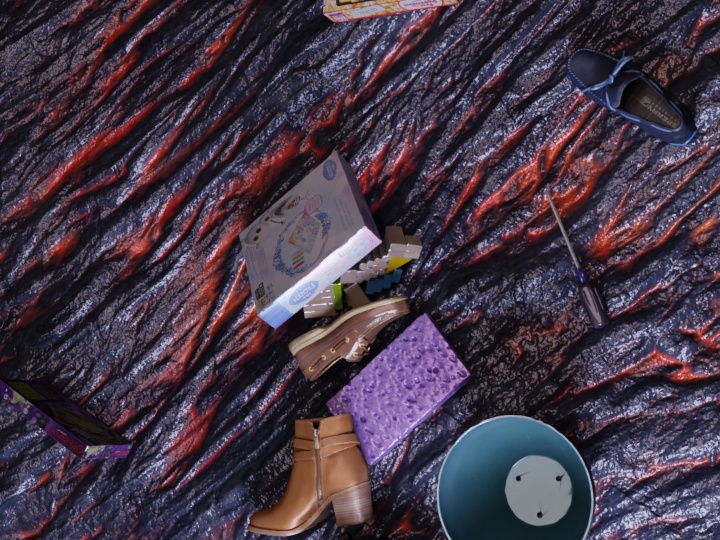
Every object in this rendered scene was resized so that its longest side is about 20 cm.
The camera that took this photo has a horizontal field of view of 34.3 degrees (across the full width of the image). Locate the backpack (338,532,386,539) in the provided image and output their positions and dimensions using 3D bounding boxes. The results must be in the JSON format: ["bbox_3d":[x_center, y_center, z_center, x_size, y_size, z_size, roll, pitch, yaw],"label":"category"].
[{"bbox_3d":[0.041,0.466,1.552,0.199,0.154,0.192,6,97,21],"label":"backpack"}]

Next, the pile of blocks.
[{"bbox_3d":[0.000,0.000,1.674,0.199,0.082,0.062,-25,35,10],"label":"pile of blocks"}]

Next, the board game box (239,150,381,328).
[{"bbox_3d":[-0.076,-0.047,1.658,0.199,0.043,0.200,-40,36,16],"label":"board game box"}]

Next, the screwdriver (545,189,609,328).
[{"bbox_3d":[0.289,-0.018,1.561,0.029,0.028,0.201,-13,76,-10],"label":"screwdriver"}]

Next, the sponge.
[{"bbox_3d":[0.055,0.167,1.639,0.200,0.030,0.112,-43,69,13],"label":"sponge"}]

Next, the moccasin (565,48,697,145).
[{"bbox_3d":[0.356,-0.240,1.533,0.200,0.068,0.081,33,97,23],"label":"moccasin"}]

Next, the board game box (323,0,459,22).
[{"bbox_3d":[0.043,-0.455,1.706,0.199,0.046,0.153,-3,83,23],"label":"board game box"}]

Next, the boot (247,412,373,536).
[{"bbox_3d":[-0.082,0.288,1.646,0.199,0.077,0.156,-15,84,27],"label":"boot"}]

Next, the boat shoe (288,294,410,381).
[{"bbox_3d":[-0.008,0.094,1.656,0.199,0.072,0.068,-28,79,24],"label":"boat shoe"}]

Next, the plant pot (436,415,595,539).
[{"bbox_3d":[0.213,0.286,1.498,0.199,0.135,0.201,-3,83,23],"label":"plant pot"}]

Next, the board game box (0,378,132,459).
[{"bbox_3d":[-0.460,0.229,1.806,0.199,0.120,0.032,31,99,24],"label":"board game box"}]
